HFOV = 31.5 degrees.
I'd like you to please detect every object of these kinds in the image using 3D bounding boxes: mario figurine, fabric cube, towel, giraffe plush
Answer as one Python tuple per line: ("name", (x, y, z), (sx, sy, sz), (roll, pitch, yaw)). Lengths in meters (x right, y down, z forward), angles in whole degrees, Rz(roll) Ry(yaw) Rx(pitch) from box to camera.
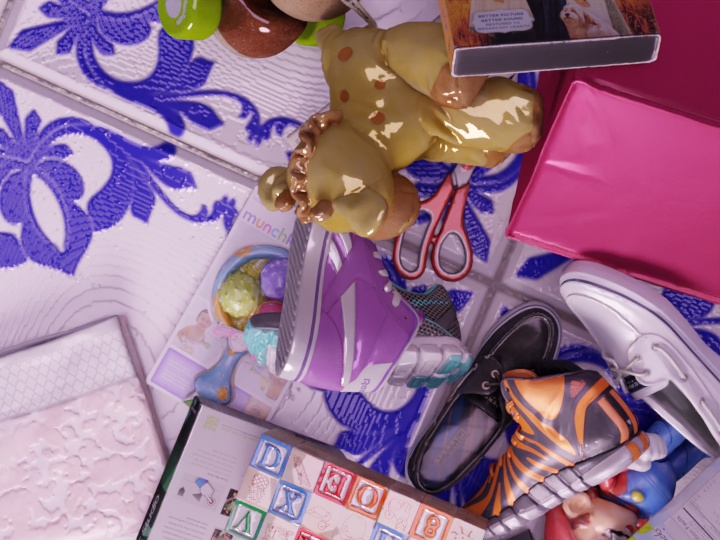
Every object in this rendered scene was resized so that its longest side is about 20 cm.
("mario figurine", (0.244, 0.203, 1.092), (0.200, 0.106, 0.124), (-44, 93, -1))
("fabric cube", (0.242, -0.130, 1.000), (0.194, 0.201, 0.201), (18, 56, 0))
("towel", (-0.274, 0.155, 1.126), (0.197, 0.032, 0.193), (-17, 91, 1))
("giraffe plush", (0.015, -0.094, 0.951), (0.199, 0.172, 0.164), (30, 76, -16))

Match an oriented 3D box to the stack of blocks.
("stack of blocks", (-0.007, 0.222, 1.045), (0.198, 0.059, 0.116), (23, 91, 8))

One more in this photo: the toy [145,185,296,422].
("toy", (-0.092, 0.041, 1.115), (0.114, 0.047, 0.202), (30, 92, -2))

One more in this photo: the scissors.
("scissors", (0.083, -0.086, 1.129), (0.072, 0.014, 0.203), (15, 93, 2))

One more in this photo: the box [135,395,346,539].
("box", (-0.115, 0.227, 1.106), (0.143, 0.036, 0.202), (23, 90, -19))

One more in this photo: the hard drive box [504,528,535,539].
("hard drive box", (0.092, 0.342, 1.103), (0.198, 0.077, 0.157), (-24, 91, 4))

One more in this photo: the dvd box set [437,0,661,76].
("dvd box set", (0.122, -0.226, 0.915), (0.144, 0.030, 0.202), (-4, 55, -3))

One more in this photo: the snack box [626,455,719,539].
("snack box", (0.328, 0.201, 1.059), (0.200, 0.169, 0.068), (-43, 55, -1))

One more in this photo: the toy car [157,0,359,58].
("toy car", (-0.043, -0.259, 1.006), (0.163, 0.199, 0.160), (-7, 92, -42))

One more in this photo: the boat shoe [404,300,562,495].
("boat shoe", (0.111, 0.115, 1.112), (0.068, 0.057, 0.201), (36, 91, -1))

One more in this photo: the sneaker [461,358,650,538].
("sneaker", (0.139, 0.140, 1.063), (0.199, 0.077, 0.113), (-38, 82, 34))

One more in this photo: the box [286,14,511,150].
("box", (0.036, -0.143, 1.100), (0.199, 0.068, 0.082), (-39, 92, 2))

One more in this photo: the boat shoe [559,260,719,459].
("boat shoe", (0.235, 0.073, 1.024), (0.199, 0.074, 0.067), (36, 65, -3))

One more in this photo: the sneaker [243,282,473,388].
("sneaker", (-0.004, 0.047, 1.096), (0.197, 0.078, 0.092), (6, 58, -16))

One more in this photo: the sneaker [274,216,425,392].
("sneaker", (0.000, 0.000, 1.034), (0.113, 0.073, 0.203), (12, 76, -15))
